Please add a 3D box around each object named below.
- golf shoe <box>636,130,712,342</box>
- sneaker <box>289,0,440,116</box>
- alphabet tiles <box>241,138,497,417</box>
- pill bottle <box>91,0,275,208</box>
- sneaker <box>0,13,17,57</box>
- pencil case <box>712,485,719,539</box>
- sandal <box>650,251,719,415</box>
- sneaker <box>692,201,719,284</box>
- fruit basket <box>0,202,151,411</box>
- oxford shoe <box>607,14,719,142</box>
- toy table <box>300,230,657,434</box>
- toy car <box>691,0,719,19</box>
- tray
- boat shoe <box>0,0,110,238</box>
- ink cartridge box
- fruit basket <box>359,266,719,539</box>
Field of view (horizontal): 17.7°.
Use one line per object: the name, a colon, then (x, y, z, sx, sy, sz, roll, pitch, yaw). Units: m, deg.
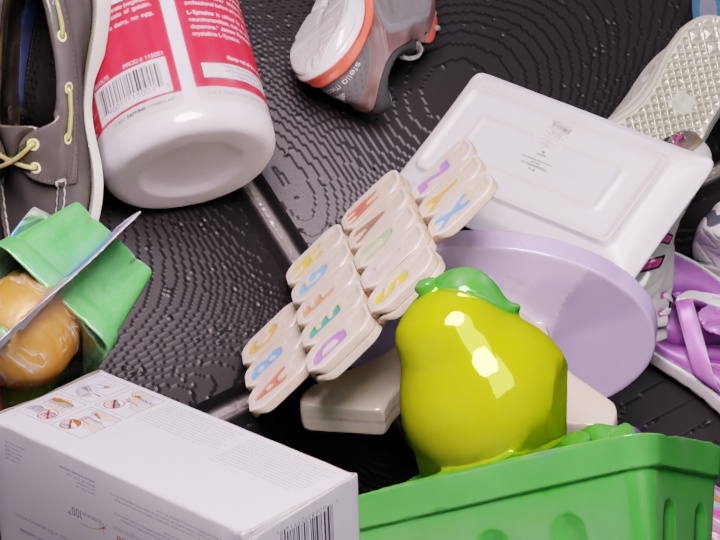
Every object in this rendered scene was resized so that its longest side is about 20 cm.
golf shoe: (0.168, 0.001, 1.479, 0.092, 0.073, 0.200, 39, 83, -6)
sneaker: (0.018, -0.185, 1.561, 0.082, 0.077, 0.200, 39, 57, -25)
alphabet tiles: (0.000, 0.000, 1.374, 0.196, 0.200, 0.015, -44, 107, 8)
pill bottle: (-0.129, -0.150, 1.464, 0.112, 0.112, 0.200, -7, 66, -19)
sneaker: (-0.278, -0.187, 1.469, 0.146, 0.081, 0.200, 13, 64, 1)
pencil case: (0.209, 0.168, 1.409, 0.200, 0.087, 0.088, 26, 59, 0)
sandal: (0.243, 0.050, 1.499, 0.203, 0.050, 0.082, 44, 61, 9)
sneaker: (0.332, -0.002, 1.533, 0.199, 0.080, 0.130, 37, 68, 17)
fruit basket: (-0.216, 0.054, 1.293, 0.200, 0.185, 0.094, -40, 87, -29)
oxford shoe: (0.192, -0.086, 1.556, 0.075, 0.058, 0.200, 37, 75, -2)
toy table: (0.069, 0.058, 1.371, 0.199, 0.184, 0.117, -8, 31, 20)
toy car: (0.356, -0.201, 1.563, 0.184, 0.200, 0.177, -7, 54, -21)
tray: (0.116, -0.064, 1.465, 0.200, 0.022, 0.107, 25, 69, 38)
boat shoe: (-0.197, -0.089, 1.397, 0.061, 0.072, 0.202, 1, 93, -55)
ink cartridge box: (-0.097, 0.169, 1.215, 0.200, 0.176, 0.084, 19, 30, 40)
fruit basket: (0.082, 0.102, 1.264, 0.215, 0.155, 0.216, -5, 80, 27)
